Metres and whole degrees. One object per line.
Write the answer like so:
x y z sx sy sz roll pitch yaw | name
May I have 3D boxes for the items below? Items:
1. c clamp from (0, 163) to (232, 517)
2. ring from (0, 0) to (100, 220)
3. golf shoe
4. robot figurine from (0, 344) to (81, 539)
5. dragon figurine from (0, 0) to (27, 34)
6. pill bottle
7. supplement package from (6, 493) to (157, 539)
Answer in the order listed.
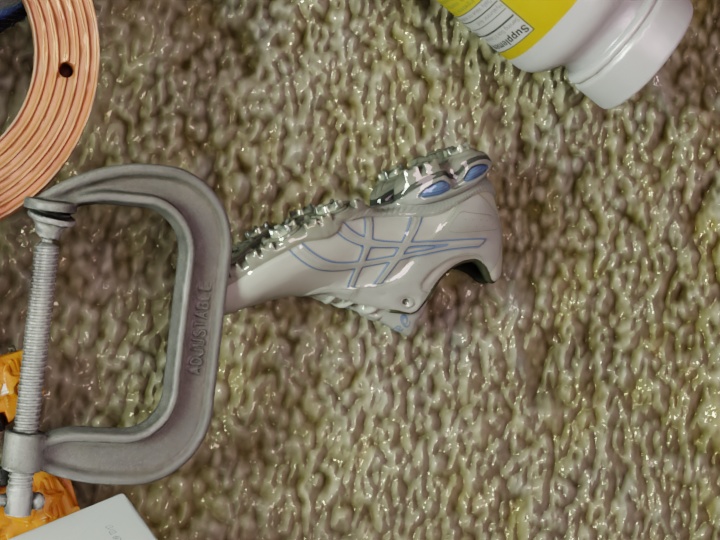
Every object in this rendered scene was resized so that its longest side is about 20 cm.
-0.148 0.037 0.850 0.169 0.027 0.202 12 91 -27 | c clamp
-0.237 -0.115 0.841 0.198 0.019 0.203 1 86 -12 | ring
0.000 0.000 0.942 0.198 0.078 0.098 -22 99 -16 | golf shoe
-0.259 0.117 0.858 0.198 0.058 0.146 -16 91 -19 | robot figurine
-0.235 -0.126 0.881 0.198 0.059 0.101 5 86 -13 | dragon figurine
0.098 -0.191 0.958 0.199 0.111 0.112 38 76 -12 | pill bottle
-0.132 0.242 0.835 0.109 0.114 0.202 -20 108 -18 | supplement package
